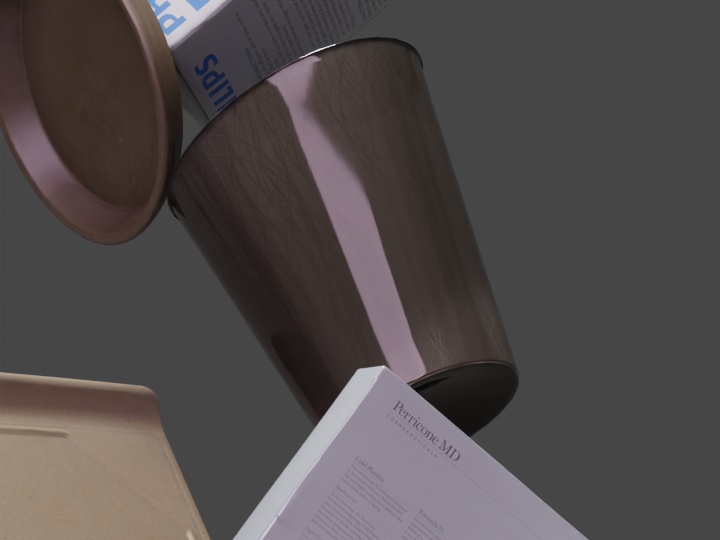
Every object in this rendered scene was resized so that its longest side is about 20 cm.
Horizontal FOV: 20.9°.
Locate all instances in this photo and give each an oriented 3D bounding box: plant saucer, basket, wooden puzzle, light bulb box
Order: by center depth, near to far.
[{"bbox_3d":[-0.157,0.149,1.062,0.037,0.184,0.201,-44,55,32],"label":"wooden puzzle"},{"bbox_3d":[0.000,0.000,1.109,0.180,0.136,0.201,-38,61,22],"label":"basket"},{"bbox_3d":[-0.170,-0.115,1.200,0.029,0.201,0.200,-22,51,-37],"label":"plant saucer"},{"bbox_3d":[-0.089,-0.225,1.259,0.200,0.125,0.198,-42,60,-8],"label":"light bulb box"}]

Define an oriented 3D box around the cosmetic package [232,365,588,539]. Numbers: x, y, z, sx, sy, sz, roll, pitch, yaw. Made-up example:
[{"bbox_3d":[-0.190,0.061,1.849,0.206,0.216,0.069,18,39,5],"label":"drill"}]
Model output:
[{"bbox_3d":[0.036,0.169,0.990,0.200,0.052,0.151,41,76,-11],"label":"cosmetic package"}]
